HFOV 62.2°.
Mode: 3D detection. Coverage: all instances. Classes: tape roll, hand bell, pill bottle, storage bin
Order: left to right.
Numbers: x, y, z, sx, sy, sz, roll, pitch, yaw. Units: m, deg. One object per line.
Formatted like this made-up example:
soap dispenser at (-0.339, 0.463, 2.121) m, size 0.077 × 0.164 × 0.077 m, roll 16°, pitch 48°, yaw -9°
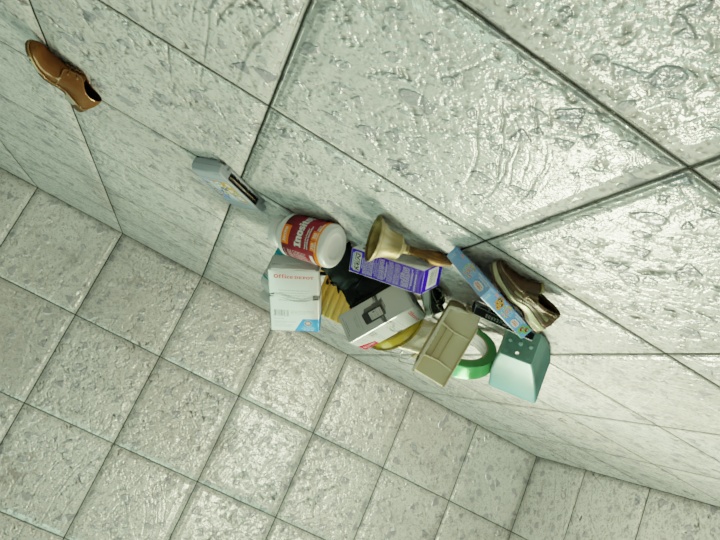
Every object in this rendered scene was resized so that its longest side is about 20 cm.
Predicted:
pill bottle at (-0.225, 0.006, 1.780) m, size 0.109 × 0.202 × 0.111 m, roll 29°, pitch -175°, yaw -3°
pill bottle at (-0.143, -0.083, 1.553) m, size 0.197 × 0.115 × 0.113 m, roll 16°, pitch 162°, yaw 32°
hand bell at (0.117, -0.044, 1.350) m, size 0.196 × 0.106 × 0.104 m, roll 17°, pitch 168°, yaw -15°
storage bin at (0.227, 0.179, 1.549) m, size 0.093 × 0.201 × 0.200 m, roll 30°, pitch -174°, yaw 8°
tape roll at (0.294, 0.230, 1.736) m, size 0.197 × 0.200 × 0.049 m, roll 20°, pitch 124°, yaw 20°

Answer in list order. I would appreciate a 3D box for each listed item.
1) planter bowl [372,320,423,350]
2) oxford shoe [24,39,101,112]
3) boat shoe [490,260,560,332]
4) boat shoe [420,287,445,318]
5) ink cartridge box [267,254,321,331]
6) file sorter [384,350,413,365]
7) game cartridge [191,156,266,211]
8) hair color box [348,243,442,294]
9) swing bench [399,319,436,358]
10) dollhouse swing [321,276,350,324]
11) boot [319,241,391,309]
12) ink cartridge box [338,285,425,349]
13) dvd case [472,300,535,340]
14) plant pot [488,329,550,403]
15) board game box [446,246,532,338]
planter bowl at (0.084, 0.135, 1.786) m, size 0.198 × 0.201 × 0.084 m, roll 10°, pitch 143°, yaw 45°
oxford shoe at (-0.664, -0.445, 1.347) m, size 0.070 × 0.073 × 0.200 m, roll -10°, pitch 152°, yaw 16°
boat shoe at (0.354, 0.042, 1.263) m, size 0.074 × 0.075 × 0.202 m, roll -31°, pitch 120°, yaw 27°
boat shoe at (0.193, 0.068, 1.606) m, size 0.062 × 0.072 × 0.200 m, roll -14°, pitch 156°, yaw 5°
ink cartridge box at (-0.182, 0.064, 1.684) m, size 0.141 × 0.085 × 0.204 m, roll 3°, pitch 119°, yaw 1°
file sorter at (0.132, 0.239, 2.150) m, size 0.199 × 0.126 × 0.138 m, roll 35°, pitch 162°, yaw -30°
game cartridge at (-0.351, -0.225, 1.581) m, size 0.131 × 0.042 × 0.200 m, roll 11°, pitch 159°, yaw 34°
hair color box at (0.084, -0.009, 1.430) m, size 0.197 × 0.066 × 0.109 m, roll 20°, pitch -161°, yaw 27°
swing bench at (0.150, 0.207, 1.936) m, size 0.196 × 0.133 × 0.199 m, roll 17°, pitch 167°, yaw -22°
dollhouse swing at (-0.041, 0.050, 1.706) m, size 0.197 × 0.178 × 0.182 m, roll 24°, pitch 165°, yaw 10°
boot at (0.001, 0.000, 1.606) m, size 0.164 × 0.197 × 0.073 m, roll 55°, pitch -165°, yaw -1°
ink cartridge box at (0.061, 0.123, 1.600) m, size 0.084 × 0.198 × 0.145 m, roll 64°, pitch -170°, yaw 22°
dvd case at (0.345, 0.119, 1.460) m, size 0.148 × 0.025 × 0.200 m, roll 25°, pitch -176°, yaw 9°
plant pot at (0.437, 0.241, 1.630) m, size 0.139 × 0.143 × 0.201 m, roll 19°, pitch 156°, yaw 23°
board game box at (0.280, 0.048, 1.298) m, size 0.200 × 0.037 × 0.152 m, roll 41°, pitch -168°, yaw -40°
